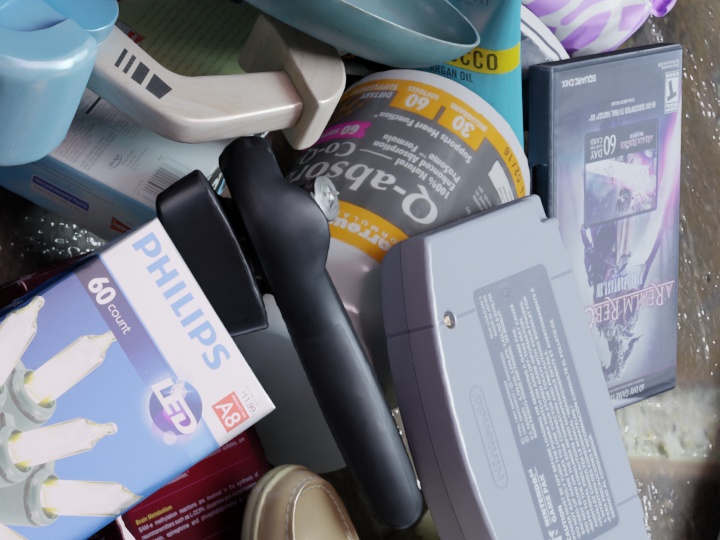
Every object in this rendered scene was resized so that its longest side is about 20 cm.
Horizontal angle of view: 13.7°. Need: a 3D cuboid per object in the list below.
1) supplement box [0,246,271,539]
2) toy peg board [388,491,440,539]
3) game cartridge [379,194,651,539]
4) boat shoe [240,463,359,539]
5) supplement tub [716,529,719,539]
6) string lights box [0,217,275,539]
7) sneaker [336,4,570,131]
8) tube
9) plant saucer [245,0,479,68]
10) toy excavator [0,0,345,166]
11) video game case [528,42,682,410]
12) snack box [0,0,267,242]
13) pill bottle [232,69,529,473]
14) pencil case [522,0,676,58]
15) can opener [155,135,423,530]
[{"bbox_3d":[-0.104,0.090,1.398,0.109,0.061,0.201,-21,91,-48],"label":"supplement box"},{"bbox_3d":[0.088,0.224,1.518,0.199,0.098,0.200,54,45,-16],"label":"toy peg board"},{"bbox_3d":[0.073,0.072,1.450,0.133,0.040,0.201,-20,94,-55],"label":"game cartridge"},{"bbox_3d":[0.000,0.184,1.384,0.072,0.065,0.201,-22,101,-48],"label":"boat shoe"},{"bbox_3d":[0.287,0.111,1.751,0.123,0.122,0.200,45,48,-25],"label":"supplement tub"},{"bbox_3d":[-0.149,0.073,1.298,0.200,0.059,0.103,-34,95,-22],"label":"string lights box"},{"bbox_3d":[0.029,-0.126,1.610,0.200,0.078,0.080,37,46,-17],"label":"sneaker"},{"bbox_3d":[0.056,-0.091,1.562,0.200,0.077,0.050,81,28,-46],"label":"tube"},{"bbox_3d":[-0.036,-0.148,1.419,0.200,0.027,0.200,28,15,-8],"label":"plant saucer"},{"bbox_3d":[-0.131,-0.095,1.352,0.200,0.100,0.194,40,46,9],"label":"toy excavator"},{"bbox_3d":[0.136,-0.020,1.659,0.143,0.019,0.201,-14,107,-54],"label":"video game case"},{"bbox_3d":[-0.098,-0.095,1.446,0.116,0.037,0.200,27,45,8],"label":"snack box"},{"bbox_3d":[0.000,0.000,1.501,0.116,0.116,0.200,50,45,-20],"label":"pill bottle"},{"bbox_3d":[0.092,-0.203,1.700,0.200,0.085,0.084,47,48,-22],"label":"pencil case"},{"bbox_3d":[-0.021,0.029,1.371,0.200,0.078,0.063,61,12,-22],"label":"can opener"}]
